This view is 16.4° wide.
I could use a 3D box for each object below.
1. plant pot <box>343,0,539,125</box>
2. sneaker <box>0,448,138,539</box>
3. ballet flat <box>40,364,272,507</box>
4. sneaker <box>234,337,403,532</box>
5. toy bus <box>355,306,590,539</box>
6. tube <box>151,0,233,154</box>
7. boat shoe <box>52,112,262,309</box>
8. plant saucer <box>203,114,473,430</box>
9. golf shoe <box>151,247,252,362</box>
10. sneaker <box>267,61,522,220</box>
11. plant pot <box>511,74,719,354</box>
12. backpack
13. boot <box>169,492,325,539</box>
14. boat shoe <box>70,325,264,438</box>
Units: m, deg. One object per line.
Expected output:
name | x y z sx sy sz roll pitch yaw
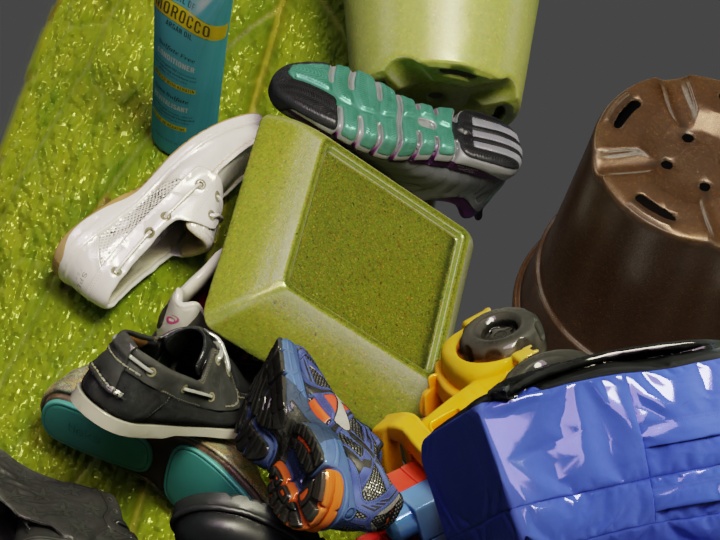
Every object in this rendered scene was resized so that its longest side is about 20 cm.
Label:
plant pot | 0.063 -0.207 1.942 0.200 0.200 0.185 5 65 -4
sneaker | -0.170 0.188 1.678 0.199 0.060 0.104 19 30 -15
ballet flat | -0.127 0.123 1.738 0.200 0.071 0.071 28 55 12
sneaker | -0.028 0.115 1.649 0.078 0.075 0.200 21 23 -26
toy bus | 0.073 0.135 1.688 0.192 0.136 0.200 -25 29 -13
tube | -0.127 -0.166 1.862 0.077 0.200 0.050 29 54 15
boat shoe | -0.132 -0.039 1.853 0.200 0.071 0.069 -39 68 -21
plant saucer | 0.000 0.000 1.793 0.199 0.048 0.200 33 49 -22
golf shoe | -0.065 0.009 1.814 0.077 0.088 0.200 39 57 22
sneaker | 0.017 -0.087 1.870 0.199 0.088 0.075 18 42 -12
plant pot | 0.224 -0.023 1.808 0.200 0.198 0.201 4 53 -6
backpack | 0.159 0.132 1.510 0.199 0.162 0.168 -15 85 -18
boot | -0.055 0.255 1.602 0.200 0.076 0.168 37 47 -24
boat shoe | -0.110 0.073 1.708 0.072 0.068 0.200 33 16 31
